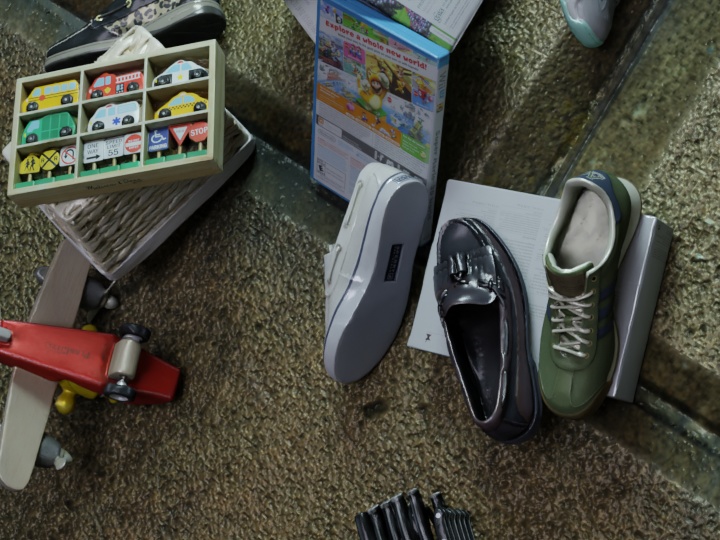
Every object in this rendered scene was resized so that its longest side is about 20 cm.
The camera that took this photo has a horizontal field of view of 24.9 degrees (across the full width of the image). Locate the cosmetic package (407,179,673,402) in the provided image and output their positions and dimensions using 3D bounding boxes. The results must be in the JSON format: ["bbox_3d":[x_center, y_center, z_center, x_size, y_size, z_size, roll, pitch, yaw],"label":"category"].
[{"bbox_3d":[0.151,0.015,1.384,0.199,0.052,0.152,13,85,31],"label":"cosmetic package"}]

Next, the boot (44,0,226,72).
[{"bbox_3d":[-0.234,-0.284,1.657,0.203,0.073,0.155,-16,69,22],"label":"boot"}]

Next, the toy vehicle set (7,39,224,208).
[{"bbox_3d":[-0.220,-0.132,1.473,0.199,0.027,0.125,-9,63,14],"label":"toy vehicle set"}]

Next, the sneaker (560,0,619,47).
[{"bbox_3d":[0.239,-0.293,1.382,0.139,0.078,0.201,-5,78,30],"label":"sneaker"}]

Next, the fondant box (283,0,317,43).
[{"bbox_3d":[0.030,-0.284,1.512,0.200,0.058,0.145,-43,62,14],"label":"fondant box"}]

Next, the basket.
[{"bbox_3d":[-0.223,-0.116,1.553,0.200,0.123,0.136,-44,61,-7],"label":"basket"}]

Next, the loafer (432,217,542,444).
[{"bbox_3d":[0.100,0.043,1.340,0.072,0.063,0.201,-25,67,27],"label":"loafer"}]

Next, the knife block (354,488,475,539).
[{"bbox_3d":[0.048,0.292,1.378,0.175,0.064,0.201,22,92,32],"label":"knife block"}]

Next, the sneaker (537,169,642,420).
[{"bbox_3d":[0.168,0.016,1.292,0.067,0.090,0.201,11,87,29],"label":"sneaker"}]

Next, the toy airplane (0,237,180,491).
[{"bbox_3d":[-0.299,0.089,1.575,0.199,0.141,0.200,-32,76,-15],"label":"toy airplane"}]

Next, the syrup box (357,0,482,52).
[{"bbox_3d":[0.013,-0.271,1.404,0.199,0.079,0.082,31,94,-3],"label":"syrup box"}]

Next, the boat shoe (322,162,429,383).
[{"bbox_3d":[0.000,0.000,1.450,0.070,0.071,0.201,34,118,43],"label":"boat shoe"}]

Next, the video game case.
[{"bbox_3d":[0.013,-0.134,1.440,0.143,0.018,0.201,34,138,31],"label":"video game case"}]
